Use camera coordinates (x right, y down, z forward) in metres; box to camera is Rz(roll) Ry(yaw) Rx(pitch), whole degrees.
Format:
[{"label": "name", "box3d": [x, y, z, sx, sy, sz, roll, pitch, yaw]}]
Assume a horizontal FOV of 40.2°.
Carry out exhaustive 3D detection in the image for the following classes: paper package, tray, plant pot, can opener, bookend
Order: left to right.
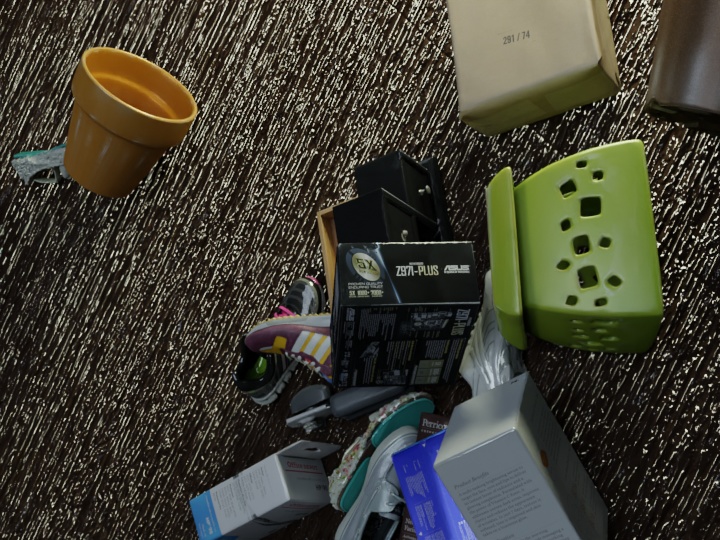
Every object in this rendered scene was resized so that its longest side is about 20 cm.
[{"label": "plant pot", "box3d": [-0.394, -0.229, 1.608, 0.201, 0.198, 0.185, 50, 120, 30]}, {"label": "can opener", "box3d": [-0.021, 0.174, 1.352, 0.197, 0.052, 0.068, -21, 67, 25]}, {"label": "tray", "box3d": [0.000, 0.000, 1.393, 0.097, 0.037, 0.204, -19, 68, 27]}, {"label": "bookend", "box3d": [0.040, -0.075, 1.290, 0.091, 0.198, 0.204, -18, 68, 24]}, {"label": "paper package", "box3d": [0.223, -0.301, 1.292, 0.197, 0.103, 0.195, -15, 71, 28]}, {"label": "plant pot", "box3d": [0.239, -0.015, 1.130, 0.178, 0.199, 0.204, -4, 73, 11]}, {"label": "plant pot", "box3d": [0.420, -0.264, 1.121, 0.198, 0.199, 0.202, 18, 94, 33]}]

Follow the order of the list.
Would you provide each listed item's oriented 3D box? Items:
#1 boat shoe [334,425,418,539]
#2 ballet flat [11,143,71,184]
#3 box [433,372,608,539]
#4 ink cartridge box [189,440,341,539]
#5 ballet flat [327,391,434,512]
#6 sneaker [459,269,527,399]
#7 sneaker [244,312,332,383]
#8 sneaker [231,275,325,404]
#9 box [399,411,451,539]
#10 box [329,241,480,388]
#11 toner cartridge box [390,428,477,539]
[{"label": "boat shoe", "box3d": [0.035, 0.301, 1.269, 0.203, 0.069, 0.071, -63, 32, 10]}, {"label": "ballet flat", "box3d": [-0.538, -0.192, 1.757, 0.197, 0.071, 0.073, -6, 75, 32]}, {"label": "box", "box3d": [0.185, 0.246, 1.105, 0.105, 0.152, 0.202, -29, 97, 22]}, {"label": "ink cartridge box", "box3d": [-0.119, 0.306, 1.342, 0.198, 0.115, 0.068, -31, 64, 21]}, {"label": "ballet flat", "box3d": [0.018, 0.230, 1.309, 0.201, 0.075, 0.064, -52, 34, 5]}, {"label": "sneaker", "box3d": [0.160, 0.096, 1.251, 0.098, 0.077, 0.204, -10, 71, 35]}, {"label": "sneaker", "box3d": [-0.062, 0.109, 1.324, 0.196, 0.075, 0.092, -8, 76, 15]}, {"label": "sneaker", "box3d": [-0.121, 0.098, 1.410, 0.073, 0.087, 0.202, 33, 95, 32]}, {"label": "box", "box3d": [0.115, 0.288, 1.232, 0.099, 0.075, 0.204, 5, 79, 31]}, {"label": "box", "box3d": [0.047, 0.057, 1.188, 0.160, 0.201, 0.087, -1, 56, -5]}, {"label": "toner cartridge box", "box3d": [0.113, 0.297, 1.165, 0.094, 0.043, 0.203, -27, 67, 20]}]
